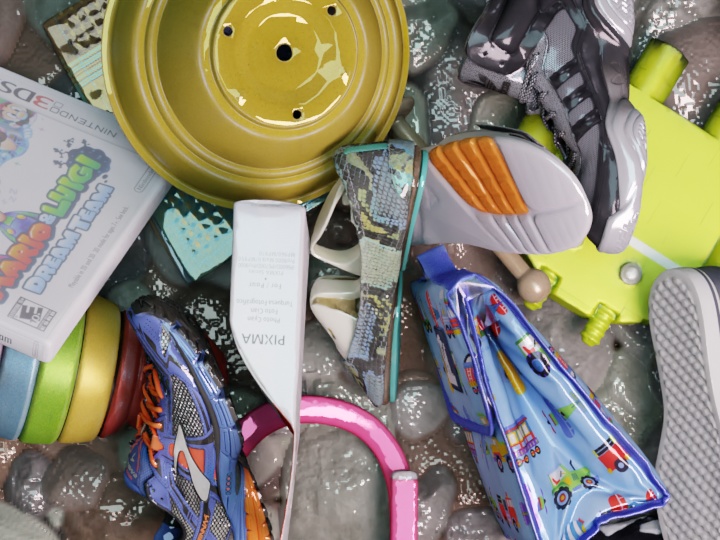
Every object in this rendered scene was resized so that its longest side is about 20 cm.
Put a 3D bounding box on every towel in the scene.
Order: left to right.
[{"bbox_3d":[-0.102,-0.112,1.523,0.146,0.022,0.201,-30,86,-6],"label":"towel"}]

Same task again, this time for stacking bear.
[{"bbox_3d":[-0.181,0.059,1.465,0.199,0.114,0.122,12,44,-12],"label":"stacking bear"}]

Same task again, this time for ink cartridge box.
[{"bbox_3d":[-0.059,0.067,1.414,0.047,0.160,0.201,4,83,0],"label":"ink cartridge box"}]

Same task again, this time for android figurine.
[{"bbox_3d":[0.181,-0.048,1.525,0.182,0.041,0.200,34,84,0],"label":"android figurine"}]

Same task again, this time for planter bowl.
[{"bbox_3d":[-0.055,-0.134,1.410,0.199,0.083,0.202,-2,97,-14],"label":"planter bowl"}]

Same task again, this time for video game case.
[{"bbox_3d":[-0.230,-0.047,1.438,0.181,0.024,0.200,23,47,8],"label":"video game case"}]

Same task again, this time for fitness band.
[{"bbox_3d":[-0.034,0.182,1.498,0.143,0.037,0.201,3,85,-3],"label":"fitness band"}]

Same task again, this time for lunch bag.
[{"bbox_3d":[0.096,0.072,1.447,0.094,0.151,0.201,-29,93,-4],"label":"lunch bag"}]

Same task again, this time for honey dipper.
[{"bbox_3d":[0.057,-0.059,1.503,0.038,0.038,0.200,-39,79,-5],"label":"honey dipper"}]

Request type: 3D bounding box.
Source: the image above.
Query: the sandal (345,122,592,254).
[{"bbox_3d":[0.073,-0.058,1.447,0.059,0.206,0.080,-34,113,-36],"label":"sandal"}]

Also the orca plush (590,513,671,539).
[{"bbox_3d":[0.133,0.216,1.487,0.199,0.071,0.106,-14,87,-4],"label":"orca plush"}]

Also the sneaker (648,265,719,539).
[{"bbox_3d":[0.237,0.097,1.473,0.079,0.078,0.201,-4,92,-34],"label":"sneaker"}]

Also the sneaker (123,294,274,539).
[{"bbox_3d":[-0.111,0.107,1.412,0.078,0.075,0.201,-19,117,-8],"label":"sneaker"}]

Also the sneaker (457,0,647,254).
[{"bbox_3d":[0.120,-0.107,1.471,0.113,0.076,0.201,-2,77,-4],"label":"sneaker"}]

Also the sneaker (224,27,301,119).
[{"bbox_3d":[-0.075,-0.152,1.487,0.200,0.078,0.070,42,83,-15],"label":"sneaker"}]

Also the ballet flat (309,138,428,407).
[{"bbox_3d":[0.000,0.000,1.460,0.074,0.074,0.201,4,124,-3],"label":"ballet flat"}]
